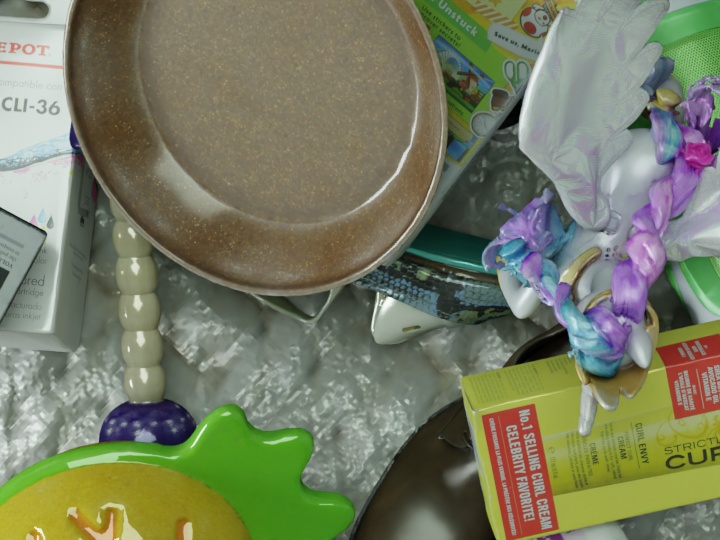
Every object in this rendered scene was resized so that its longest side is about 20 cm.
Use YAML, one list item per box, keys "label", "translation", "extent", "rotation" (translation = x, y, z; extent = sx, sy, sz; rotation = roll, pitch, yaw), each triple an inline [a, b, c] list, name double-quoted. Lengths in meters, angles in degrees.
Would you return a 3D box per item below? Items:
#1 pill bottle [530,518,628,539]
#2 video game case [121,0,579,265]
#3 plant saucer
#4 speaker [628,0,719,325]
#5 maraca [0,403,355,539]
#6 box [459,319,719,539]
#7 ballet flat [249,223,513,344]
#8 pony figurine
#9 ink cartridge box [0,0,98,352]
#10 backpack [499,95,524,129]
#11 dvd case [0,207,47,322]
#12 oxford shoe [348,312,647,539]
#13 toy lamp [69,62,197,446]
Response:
- label: "pill bottle"
  translation: [0.052, 0.201, 1.441]
  extent: [0.200, 0.112, 0.112]
  rotation: [-27, 78, 0]
- label: "video game case"
  translation: [-0.013, -0.129, 1.414]
  extent: [0.200, 0.023, 0.182]
  rotation: [41, 123, 6]
- label: "plant saucer"
  translation: [-0.045, -0.087, 1.412]
  extent: [0.200, 0.037, 0.201]
  rotation: [10, 114, 23]
- label: "speaker"
  translation: [0.182, -0.048, 1.490]
  extent: [0.088, 0.088, 0.200]
  rotation: [-20, 78, 2]
- label: "maraca"
  translation: [-0.102, 0.137, 1.463]
  extent: [0.200, 0.107, 0.137]
  rotation: [-24, 121, 12]
- label: "box"
  translation: [0.152, 0.068, 1.411]
  extent: [0.200, 0.050, 0.075]
  rotation: [-11, 107, -1]
- label: "ballet flat"
  translation: [0.000, 0.000, 1.517]
  extent: [0.200, 0.074, 0.074]
  rotation: [19, 81, 11]
- label: "pony figurine"
  translation: [0.128, -0.037, 1.365]
  extent: [0.166, 0.200, 0.193]
  rotation: [22, 104, -12]
- label: "ink cartridge box"
  translation: [-0.195, -0.065, 1.539]
  extent: [0.116, 0.068, 0.200]
  rotation: [4, 80, 8]
- label: "backpack"
  translation: [0.030, -0.180, 1.484]
  extent: [0.200, 0.154, 0.191]
  rotation: [23, 96, 9]
- label: "dvd case"
  translation: [-0.263, 0.034, 1.445]
  extent: [0.150, 0.025, 0.200]
  rotation: [28, 90, -11]
- label: "oxford shoe"
  translation: [0.066, 0.084, 1.477]
  extent: [0.073, 0.084, 0.200]
  rotation: [43, 87, 10]
- label: "toy lamp"
  translation: [-0.114, -0.011, 1.497]
  extent: [0.058, 0.058, 0.200]
  rotation: [-1, 98, 6]
